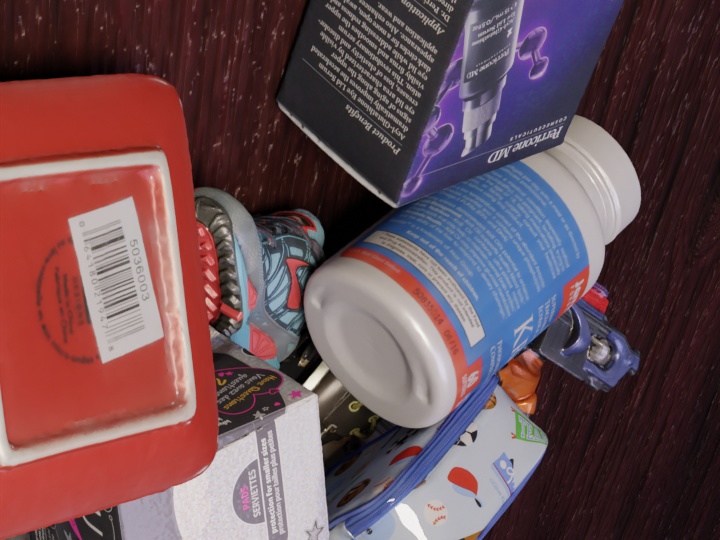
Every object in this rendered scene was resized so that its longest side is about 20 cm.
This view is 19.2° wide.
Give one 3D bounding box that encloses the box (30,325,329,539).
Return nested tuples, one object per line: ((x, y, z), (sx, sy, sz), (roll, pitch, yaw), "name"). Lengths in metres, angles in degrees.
((-0.094, 0.152, 1.152), (0.132, 0.115, 0.200), (-22, 123, -31), "box")

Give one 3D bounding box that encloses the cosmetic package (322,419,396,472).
((-0.036, 0.183, 1.447), (0.200, 0.087, 0.103), (-51, 173, 14), "cosmetic package")

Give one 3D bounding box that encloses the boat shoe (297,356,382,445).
((0.000, 0.068, 1.342), (0.201, 0.061, 0.072), (-53, -179, 7), "boat shoe")

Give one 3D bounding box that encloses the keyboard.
((0.000, 0.000, 1.325), (0.200, 0.021, 0.127), (-54, 180, 13), "keyboard")

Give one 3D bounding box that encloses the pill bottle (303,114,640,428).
((0.071, -0.007, 1.239), (0.200, 0.112, 0.112), (-39, 153, -30), "pill bottle")

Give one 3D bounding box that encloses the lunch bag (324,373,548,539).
((0.015, 0.144, 1.275), (0.200, 0.076, 0.160), (-35, -170, 48), "lunch bag")

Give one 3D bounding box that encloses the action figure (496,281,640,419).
((0.095, 0.042, 1.517), (0.194, 0.105, 0.200), (-52, 128, -6), "action figure")

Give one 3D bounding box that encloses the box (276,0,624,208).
((0.061, -0.154, 1.147), (0.148, 0.104, 0.200), (-23, 145, -40), "box")

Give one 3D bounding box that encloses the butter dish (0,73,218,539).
((-0.178, 0.016, 1.000), (0.199, 0.148, 0.200), (-11, 95, -51), "butter dish")

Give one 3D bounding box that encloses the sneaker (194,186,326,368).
((-0.066, -0.009, 1.211), (0.096, 0.079, 0.200), (-49, 163, -17), "sneaker")

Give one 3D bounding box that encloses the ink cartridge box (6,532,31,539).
((-0.139, 0.154, 1.298), (0.146, 0.086, 0.200), (-35, 152, -22), "ink cartridge box")
